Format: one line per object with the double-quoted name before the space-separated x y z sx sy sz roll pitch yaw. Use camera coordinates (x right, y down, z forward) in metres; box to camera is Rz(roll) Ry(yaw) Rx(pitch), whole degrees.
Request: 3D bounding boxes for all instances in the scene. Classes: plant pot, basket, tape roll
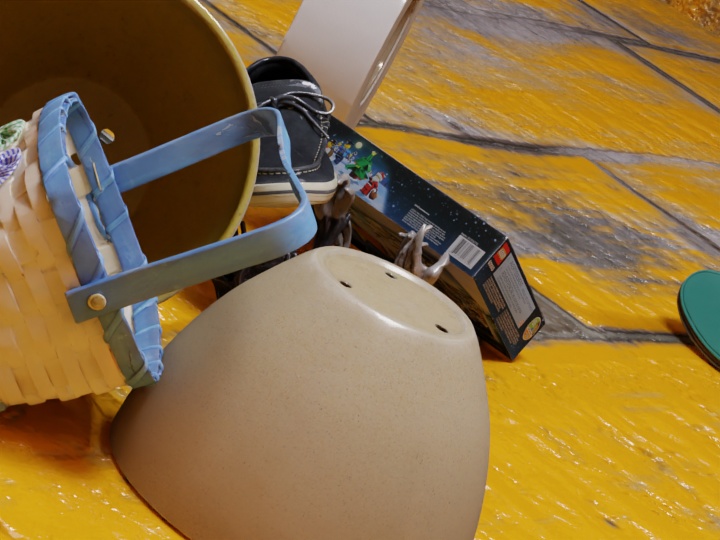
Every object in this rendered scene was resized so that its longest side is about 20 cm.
"plant pot" -0.011 0.068 1.342 0.200 0.135 0.200 26 16 -8
"basket" -0.124 -0.018 1.305 0.200 0.139 0.176 -17 20 -2
"tape roll" -0.005 -0.190 2.004 0.071 0.203 0.202 28 17 2
"plant pot" -0.164 -0.068 1.464 0.200 0.200 0.142 25 -6 -7

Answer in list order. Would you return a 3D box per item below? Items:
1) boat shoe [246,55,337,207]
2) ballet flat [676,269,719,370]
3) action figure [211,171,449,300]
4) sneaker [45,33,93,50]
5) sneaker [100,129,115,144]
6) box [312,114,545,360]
"boat shoe" -0.053 -0.085 1.611 0.074 0.062 0.200 -1 20 -1
"ballet flat" 0.321 0.074 1.996 0.200 0.067 0.064 41 -6 35
"action figure" 0.000 0.000 1.622 0.119 0.102 0.200 24 14 31
"sneaker" -0.213 -0.176 1.549 0.200 0.089 0.077 18 -17 -3
"sneaker" -0.228 -0.105 1.621 0.200 0.084 0.121 24 26 -7
"box" 0.028 -0.032 1.759 0.200 0.038 0.137 36 -11 27
